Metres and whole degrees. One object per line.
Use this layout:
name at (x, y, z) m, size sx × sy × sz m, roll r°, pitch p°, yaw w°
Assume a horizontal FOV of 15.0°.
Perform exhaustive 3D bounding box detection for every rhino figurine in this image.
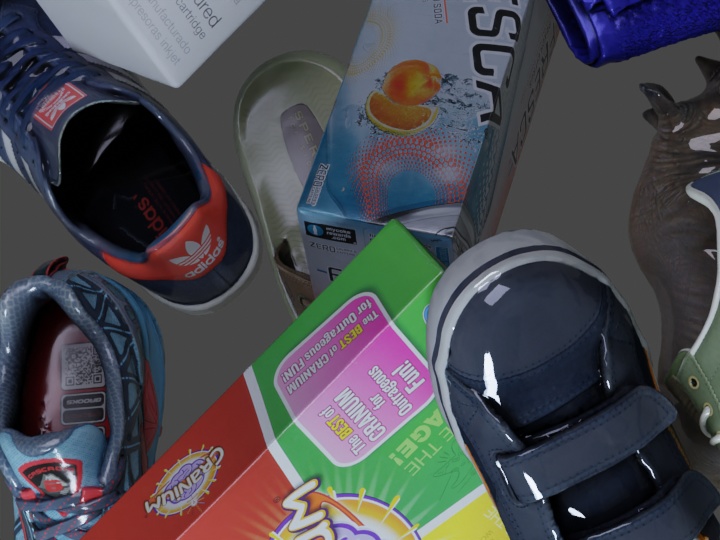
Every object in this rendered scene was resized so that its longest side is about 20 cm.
rhino figurine at (0.150, -0.008, 1.071) m, size 0.087 × 0.060 × 0.200 m, roll -11°, pitch 77°, yaw 11°

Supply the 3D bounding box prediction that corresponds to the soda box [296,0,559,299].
soda box at (0.035, -0.078, 1.081) m, size 0.063 × 0.068 × 0.200 m, roll 10°, pitch 58°, yaw 14°

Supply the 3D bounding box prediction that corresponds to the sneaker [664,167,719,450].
sneaker at (0.156, 0.051, 1.003) m, size 0.090 × 0.067 × 0.201 m, roll 0°, pitch 89°, yaw 25°

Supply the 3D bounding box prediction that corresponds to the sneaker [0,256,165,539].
sneaker at (-0.118, 0.093, 1.092) m, size 0.079 × 0.096 × 0.200 m, roll -13°, pitch 73°, yaw 10°

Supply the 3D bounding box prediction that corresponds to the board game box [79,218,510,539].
board game box at (-0.006, 0.098, 1.028) m, size 0.200 × 0.153 × 0.040 m, roll -46°, pitch 41°, yaw 4°

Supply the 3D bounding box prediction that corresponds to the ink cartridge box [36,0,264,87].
ink cartridge box at (-0.061, -0.194, 1.082) m, size 0.200 × 0.146 × 0.085 m, roll -48°, pitch 38°, yaw -15°

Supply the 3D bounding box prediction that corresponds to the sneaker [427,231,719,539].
sneaker at (0.085, 0.077, 0.979) m, size 0.078 × 0.200 × 0.079 m, roll -28°, pitch 39°, yaw -7°

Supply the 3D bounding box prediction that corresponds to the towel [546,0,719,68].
towel at (0.147, -0.171, 1.080) m, size 0.200 × 0.050 × 0.148 m, roll -18°, pitch 71°, yaw -21°

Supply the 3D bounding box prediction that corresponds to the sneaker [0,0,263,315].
sneaker at (-0.123, -0.066, 1.140) m, size 0.200 × 0.085 × 0.075 m, roll 39°, pitch 87°, yaw 20°

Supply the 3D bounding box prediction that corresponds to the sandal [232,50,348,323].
sandal at (-0.001, 0.000, 1.107) m, size 0.080 × 0.057 × 0.201 m, roll -30°, pitch 74°, yaw 5°
